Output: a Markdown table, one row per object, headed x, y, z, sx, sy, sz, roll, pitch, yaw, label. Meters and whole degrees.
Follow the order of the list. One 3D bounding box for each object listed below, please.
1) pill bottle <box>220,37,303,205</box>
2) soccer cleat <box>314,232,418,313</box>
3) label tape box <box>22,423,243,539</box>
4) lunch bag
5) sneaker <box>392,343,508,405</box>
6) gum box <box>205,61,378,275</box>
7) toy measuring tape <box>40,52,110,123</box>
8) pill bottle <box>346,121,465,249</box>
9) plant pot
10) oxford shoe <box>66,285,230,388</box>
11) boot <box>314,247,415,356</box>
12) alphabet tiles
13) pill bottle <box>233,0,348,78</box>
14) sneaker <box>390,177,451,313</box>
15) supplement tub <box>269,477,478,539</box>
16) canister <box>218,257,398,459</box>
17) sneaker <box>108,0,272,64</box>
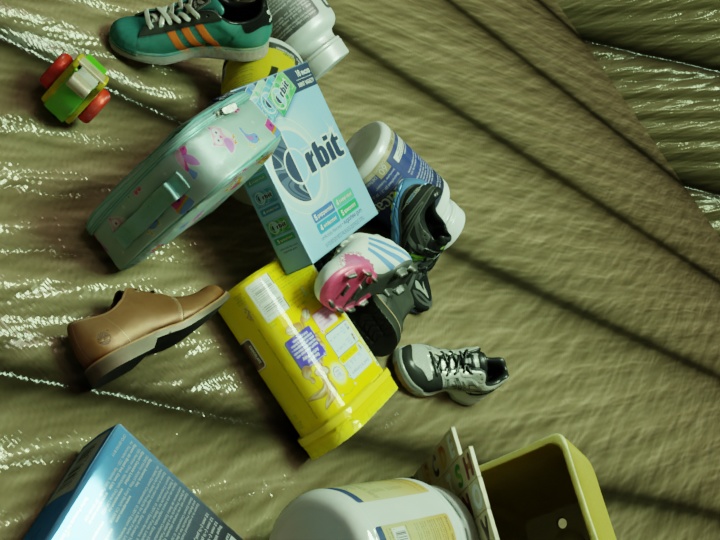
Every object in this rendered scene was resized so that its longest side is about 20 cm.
| x | y | z | sx | sy | sz | roll | pitch | yaw | label |
| --- | --- | --- | --- | --- | --- | --- | --- | --- | --- |
| -0.123 | -0.187 | 1.164 | 0.113 | 0.113 | 0.203 | 30 | 41 | -36 | pill bottle |
| -0.010 | -0.004 | 1.074 | 0.086 | 0.070 | 0.199 | 43 | 22 | 20 | soccer cleat |
| -0.176 | 0.251 | 0.761 | 0.201 | 0.065 | 0.144 | 50 | 33 | -18 | label tape box |
| -0.177 | -0.091 | 0.922 | 0.078 | 0.199 | 0.160 | 50 | 34 | -4 | lunch bag |
| 0.127 | 0.128 | 1.265 | 0.198 | 0.087 | 0.077 | 16 | 52 | -46 | sneaker |
| -0.072 | -0.122 | 1.053 | 0.170 | 0.044 | 0.203 | -39 | 105 | -55 | gum box |
| -0.291 | -0.177 | 0.928 | 0.074 | 0.074 | 0.200 | 43 | 5 | -21 | toy measuring tape |
| 0.062 | -0.115 | 1.361 | 0.199 | 0.110 | 0.112 | 38 | 36 | -27 | pill bottle |
| 0.226 | 0.341 | 1.137 | 0.199 | 0.193 | 0.198 | 30 | 40 | -53 | plant pot |
| -0.201 | 0.042 | 0.903 | 0.072 | 0.071 | 0.199 | 54 | 32 | 6 | oxford shoe |
| 0.000 | 0.000 | 1.226 | 0.203 | 0.076 | 0.138 | 64 | 24 | -11 | boot |
| 0.107 | 0.278 | 1.031 | 0.007 | 0.201 | 0.170 | -6 | 62 | -16 | alphabet tiles |
| -0.106 | -0.378 | 1.354 | 0.201 | 0.110 | 0.111 | 53 | 32 | -8 | pill bottle |
| 0.086 | -0.029 | 1.294 | 0.071 | 0.081 | 0.204 | -48 | 141 | -57 | sneaker |
| 0.019 | 0.286 | 0.923 | 0.198 | 0.143 | 0.147 | 9 | 55 | -50 | supplement tub |
| -0.060 | 0.087 | 1.042 | 0.202 | 0.086 | 0.148 | 56 | 31 | 0 | canister |
| -0.203 | -0.301 | 1.110 | 0.196 | 0.081 | 0.072 | -6 | 52 | -19 | sneaker |
